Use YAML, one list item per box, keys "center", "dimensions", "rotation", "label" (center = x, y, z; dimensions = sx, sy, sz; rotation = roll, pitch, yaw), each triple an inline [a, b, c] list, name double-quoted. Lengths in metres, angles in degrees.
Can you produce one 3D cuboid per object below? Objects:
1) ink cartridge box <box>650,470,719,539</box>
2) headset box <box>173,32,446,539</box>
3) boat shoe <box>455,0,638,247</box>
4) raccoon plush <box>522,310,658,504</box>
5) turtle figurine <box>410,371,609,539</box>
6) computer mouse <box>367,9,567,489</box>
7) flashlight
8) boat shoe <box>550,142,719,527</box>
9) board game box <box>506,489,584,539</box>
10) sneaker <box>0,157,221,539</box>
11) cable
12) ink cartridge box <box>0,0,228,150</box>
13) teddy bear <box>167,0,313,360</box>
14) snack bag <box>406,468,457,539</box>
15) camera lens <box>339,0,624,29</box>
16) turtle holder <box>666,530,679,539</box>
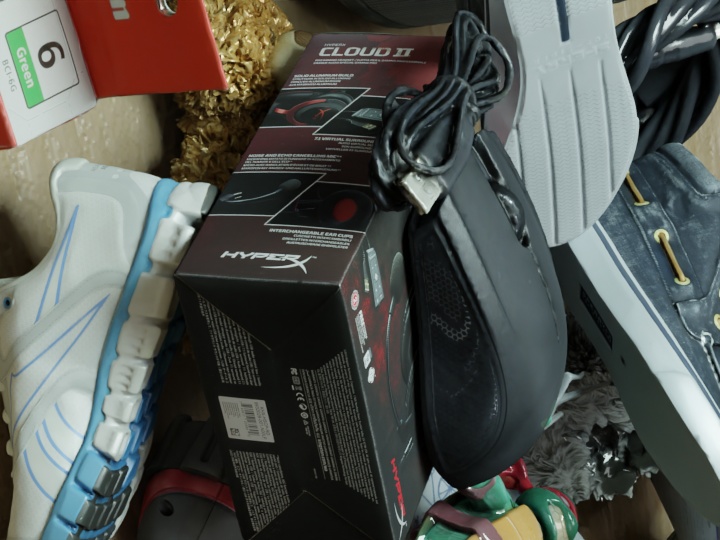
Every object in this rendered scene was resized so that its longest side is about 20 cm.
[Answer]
- center: [0.188, 0.076, 1.184]
  dimensions: [0.200, 0.047, 0.199]
  rotation: [-111, -169, -62]
  label: "ink cartridge box"
- center: [0.000, 0.000, 0.931]
  dimensions: [0.200, 0.075, 0.149]
  rotation: [-64, 151, -48]
  label: "headset box"
- center: [0.081, -0.100, 0.964]
  dimensions: [0.072, 0.071, 0.201]
  rotation: [-15, 134, -11]
  label: "boat shoe"
- center: [0.098, 0.029, 1.131]
  dimensions: [0.200, 0.096, 0.134]
  rotation: [53, 14, -32]
  label: "raccoon plush"
- center: [0.066, 0.141, 1.004]
  dimensions: [0.200, 0.100, 0.150]
  rotation: [-32, 94, -43]
  label: "turtle figurine"
- center: [0.055, 0.005, 0.895]
  dimensions: [0.139, 0.052, 0.201]
  rotation: [-60, 147, -54]
  label: "computer mouse"
- center: [-0.092, 0.162, 0.933]
  dimensions: [0.068, 0.068, 0.201]
  rotation: [50, 53, -39]
  label: "flashlight"
- center: [0.160, 0.022, 1.021]
  dimensions: [0.090, 0.201, 0.071]
  rotation: [-22, 149, -11]
  label: "boat shoe"
- center: [0.035, 0.179, 1.107]
  dimensions: [0.199, 0.043, 0.201]
  rotation: [53, 51, -35]
  label: "board game box"
- center: [-0.127, 0.046, 0.900]
  dimensions: [0.075, 0.086, 0.201]
  rotation: [-15, 125, -81]
  label: "sneaker"
- center: [0.122, -0.072, 1.087]
  dimensions: [0.051, 0.200, 0.163]
  rotation: [56, 12, 13]
  label: "cable"
- center: [-0.147, -0.099, 0.764]
  dimensions: [0.050, 0.199, 0.110]
  rotation: [-34, 115, -46]
  label: "ink cartridge box"
- center: [-0.043, -0.035, 0.997]
  dimensions: [0.145, 0.066, 0.201]
  rotation: [11, 81, -53]
  label: "teddy bear"
- center: [0.045, 0.208, 1.067]
  dimensions: [0.188, 0.021, 0.201]
  rotation: [38, 60, -42]
  label: "snack bag"
- center: [0.072, -0.204, 1.034]
  dimensions: [0.160, 0.199, 0.161]
  rotation: [3, 87, -50]
  label: "camera lens"
- center: [0.244, 0.218, 1.292]
  dimensions: [0.185, 0.141, 0.133]
  rotation: [16, 60, -40]
  label: "turtle holder"
